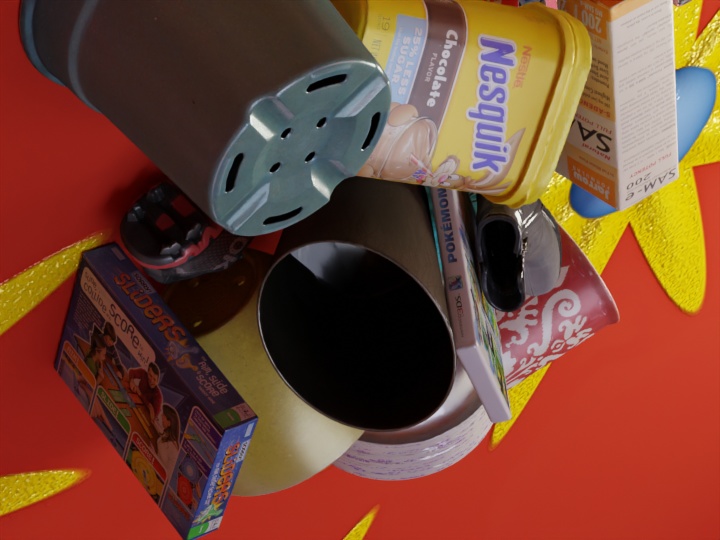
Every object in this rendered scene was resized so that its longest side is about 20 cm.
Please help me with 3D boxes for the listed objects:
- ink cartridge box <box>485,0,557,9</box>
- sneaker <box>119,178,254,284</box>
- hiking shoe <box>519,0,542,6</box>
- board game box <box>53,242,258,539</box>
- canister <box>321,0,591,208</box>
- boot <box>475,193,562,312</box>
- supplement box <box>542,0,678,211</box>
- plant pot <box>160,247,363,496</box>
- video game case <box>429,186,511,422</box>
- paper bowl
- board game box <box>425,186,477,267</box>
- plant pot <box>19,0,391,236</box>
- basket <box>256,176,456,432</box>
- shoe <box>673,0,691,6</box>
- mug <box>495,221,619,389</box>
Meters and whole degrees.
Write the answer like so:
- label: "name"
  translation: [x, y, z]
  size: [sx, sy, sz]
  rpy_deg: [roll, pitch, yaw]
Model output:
- label: "ink cartridge box"
  translation: [0.058, -0.176, 1.543]
  size: [0.198, 0.050, 0.162]
  rpy_deg: [-10, 122, -6]
- label: "sneaker"
  translation: [-0.101, -0.058, 1.620]
  size: [0.200, 0.071, 0.098]
  rpy_deg: [-37, 160, -17]
- label: "hiking shoe"
  translation: [0.091, -0.245, 1.597]
  size: [0.199, 0.074, 0.087]
  rpy_deg: [-16, 144, -41]
- label: "board game box"
  translation: [-0.164, 0.095, 1.612]
  size: [0.034, 0.200, 0.136]
  rpy_deg: [-19, 146, -37]
- label: "canister"
  translation: [0.053, -0.131, 1.493]
  size: [0.199, 0.087, 0.150]
  rpy_deg: [6, 112, -33]
- label: "boot"
  translation: [0.126, -0.013, 1.741]
  size: [0.069, 0.132, 0.201]
  rpy_deg: [-7, 138, 16]
- label: "supplement box"
  translation: [0.199, -0.168, 1.735]
  size: [0.073, 0.126, 0.201]
  rpy_deg: [-29, 131, -25]
- label: "plant pot"
  translation: [-0.093, 0.064, 1.707]
  size: [0.200, 0.200, 0.142]
  rpy_deg: [-39, 127, -6]
- label: "video game case"
  translation: [0.090, 0.012, 1.715]
  size: [0.022, 0.184, 0.200]
  rpy_deg: [-11, 157, 8]
- label: "paper bowl"
  translation: [0.029, 0.077, 1.837]
  size: [0.200, 0.201, 0.105]
  rpy_deg: [-31, 147, -20]
- label: "board game box"
  translation: [0.089, -0.059, 1.844]
  size: [0.134, 0.028, 0.200]
  rpy_deg: [-13, 151, 7]
- label: "plant pot"
  translation: [-0.093, -0.141, 1.372]
  size: [0.199, 0.196, 0.201]
  rpy_deg: [-31, 150, -20]
- label: "basket"
  translation: [0.000, 0.000, 1.614]
  size: [0.135, 0.201, 0.181]
  rpy_deg: [-28, 116, 17]
- label: "shoe"
  translation: [0.309, -0.321, 1.754]
  size: [0.200, 0.091, 0.071]
  rpy_deg: [-47, 152, 9]
- label: "mug"
  translation: [0.143, 0.063, 2.052]
  size: [0.199, 0.134, 0.178]
  rpy_deg: [-36, 151, -5]
